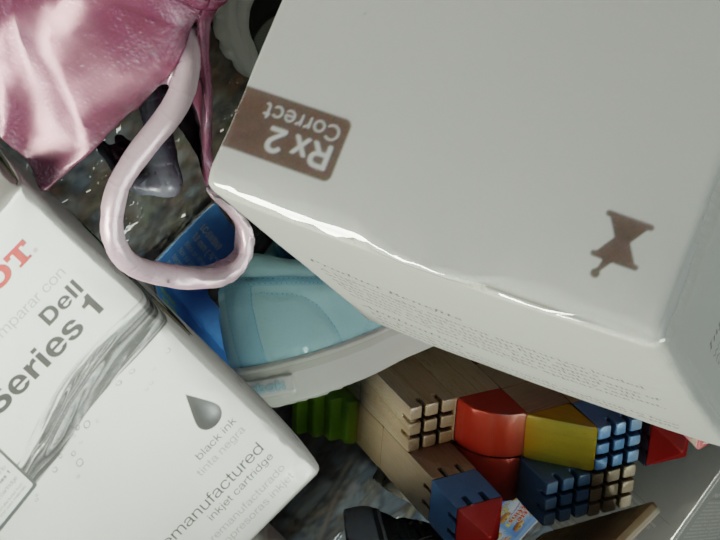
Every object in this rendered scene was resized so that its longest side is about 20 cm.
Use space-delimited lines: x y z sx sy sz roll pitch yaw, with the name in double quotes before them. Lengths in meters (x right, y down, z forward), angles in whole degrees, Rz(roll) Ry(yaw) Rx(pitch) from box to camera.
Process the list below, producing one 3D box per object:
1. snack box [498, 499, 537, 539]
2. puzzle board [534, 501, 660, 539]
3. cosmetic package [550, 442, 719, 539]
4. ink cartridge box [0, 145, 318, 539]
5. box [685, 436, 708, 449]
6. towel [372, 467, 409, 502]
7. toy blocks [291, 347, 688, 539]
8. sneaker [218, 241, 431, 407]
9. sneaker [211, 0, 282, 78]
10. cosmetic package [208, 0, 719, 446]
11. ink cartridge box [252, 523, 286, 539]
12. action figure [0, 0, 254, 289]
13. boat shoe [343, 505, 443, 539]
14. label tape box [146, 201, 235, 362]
"snack box" 0.127 0.077 1.277 0.200 0.024 0.072 -47 151 1
"puzzle board" 0.052 0.192 1.109 0.200 0.017 0.151 -42 -178 -20
"cosmetic package" 0.199 0.092 1.369 0.090 0.107 0.200 7 124 -53
"ink cartridge box" -0.135 0.056 0.877 0.146 0.084 0.200 -45 130 -2
"box" 0.163 -0.029 1.014 0.095 0.103 0.200 -30 147 -23
"towel" 0.095 0.057 1.272 0.200 0.034 0.133 -48 151 2
"toy blocks" 0.086 0.072 1.138 0.200 0.137 0.100 -12 122 -26
"sneaker" 0.000 0.000 1.052 0.200 0.074 0.082 -28 108 -63
"sneaker" 0.002 -0.067 0.964 0.074 0.079 0.200 -46 151 -3
"cosmetic package" 0.075 -0.053 0.816 0.165 0.165 0.200 -68 161 -8
"ink cartridge box" -0.069 0.204 1.040 0.145 0.083 0.200 -41 -170 -1
"action figure" -0.065 -0.111 0.776 0.134 0.149 0.200 4 138 -45
"boat shoe" 0.032 0.154 1.121 0.066 0.070 0.200 -10 -178 -4
"label tape box" -0.100 0.084 1.034 0.200 0.063 0.144 -42 150 -5
